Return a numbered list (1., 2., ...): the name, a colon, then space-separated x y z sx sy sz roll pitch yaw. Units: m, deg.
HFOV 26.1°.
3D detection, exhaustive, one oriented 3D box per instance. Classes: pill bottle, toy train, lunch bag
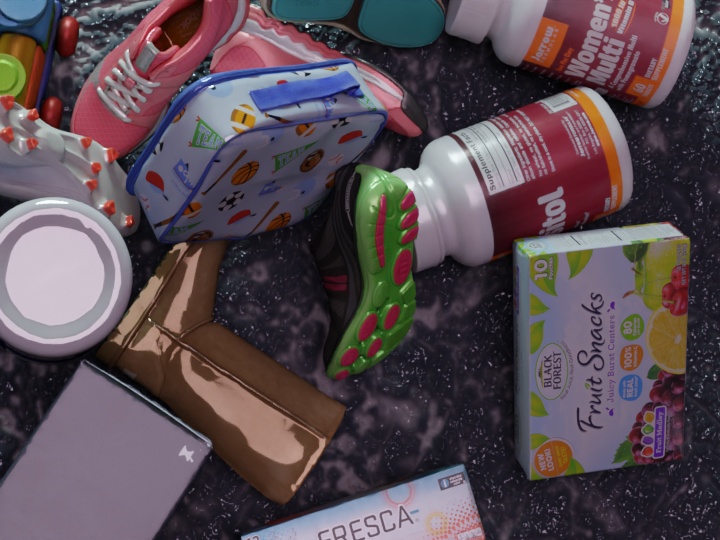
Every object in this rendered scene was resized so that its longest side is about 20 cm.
1. pill bottle: -0.240 0.014 1.202 0.114 0.200 0.117 1 84 -13
2. toy train: -0.287 -0.137 1.257 0.083 0.116 0.203 11 81 -7
3. pill bottle: 0.180 -0.220 1.348 0.197 0.110 0.111 16 81 -7
4. lunch bag: -0.076 -0.099 1.225 0.199 0.161 0.076 -16 63 -44
5. pill bottle: 0.121 -0.072 1.318 0.198 0.113 0.114 -21 87 -10

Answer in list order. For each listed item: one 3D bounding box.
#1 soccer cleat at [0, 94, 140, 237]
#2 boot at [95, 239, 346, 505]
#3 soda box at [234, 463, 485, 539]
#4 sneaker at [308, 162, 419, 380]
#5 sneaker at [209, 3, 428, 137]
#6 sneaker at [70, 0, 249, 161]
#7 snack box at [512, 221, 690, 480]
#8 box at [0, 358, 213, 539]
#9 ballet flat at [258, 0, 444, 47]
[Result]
1. soccer cleat: -0.252 -0.080 1.233 0.077 0.200 0.070 -15 60 28
2. boot: -0.096 0.066 1.295 0.199 0.066 0.176 36 82 -6
3. soda box: -0.002 0.220 1.286 0.198 0.064 0.069 -16 85 -12
4. sneaker: 0.000 0.000 1.284 0.076 0.084 0.202 -12 127 -34
5. sneaker: -0.039 -0.150 1.333 0.198 0.074 0.088 27 90 2
6. sneaker: -0.176 -0.169 1.267 0.074 0.087 0.200 42 102 0
7. snack box: 0.200 0.068 1.304 0.140 0.053 0.203 -6 110 -9
8. box: -0.215 0.189 1.187 0.123 0.197 0.201 33 78 -4
9. ballet flat: -0.012 -0.239 1.325 0.198 0.069 0.071 7 80 -42
